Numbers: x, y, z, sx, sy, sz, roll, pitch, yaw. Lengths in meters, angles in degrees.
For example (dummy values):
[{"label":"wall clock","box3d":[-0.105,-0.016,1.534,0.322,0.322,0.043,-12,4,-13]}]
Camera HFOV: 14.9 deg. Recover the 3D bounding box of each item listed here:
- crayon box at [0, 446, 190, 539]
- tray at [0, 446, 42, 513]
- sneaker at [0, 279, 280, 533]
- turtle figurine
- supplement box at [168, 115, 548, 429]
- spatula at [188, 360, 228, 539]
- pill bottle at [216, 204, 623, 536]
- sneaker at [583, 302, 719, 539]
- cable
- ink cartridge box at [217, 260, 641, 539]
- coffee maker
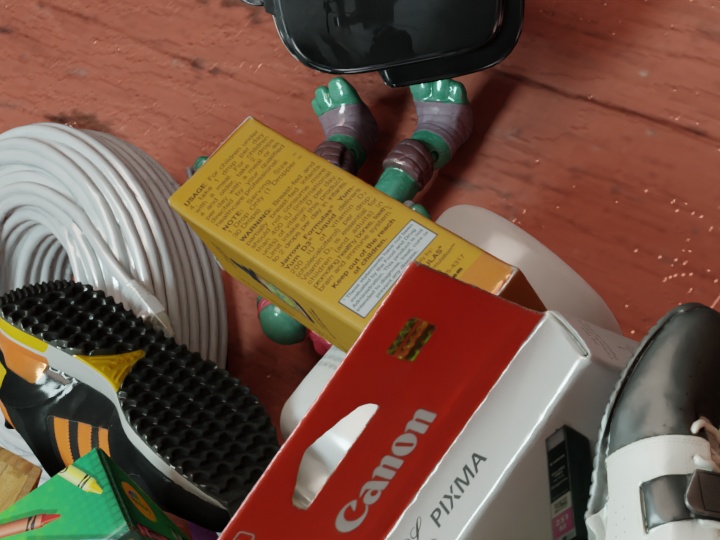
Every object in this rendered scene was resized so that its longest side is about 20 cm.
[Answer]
[{"label":"crayon box","box3d":[-0.112,0.181,1.279,0.118,0.200,0.058,-35,45,5]},{"label":"tray","box3d":[-0.202,0.163,1.380,0.037,0.200,0.099,28,66,-1]},{"label":"sneaker","box3d":[-0.108,0.084,1.331,0.070,0.090,0.200,-17,39,-38]},{"label":"turtle figurine","box3d":[-0.018,-0.027,1.466,0.149,0.101,0.200,12,43,20]},{"label":"supplement box","box3d":[0.000,0.000,1.285,0.200,0.067,0.069,29,74,41]},{"label":"spatula","box3d":[-0.081,0.065,1.486,0.056,0.020,0.201,-42,35,27]},{"label":"pill bottle","box3d":[0.026,0.077,1.336,0.200,0.114,0.114,-50,44,-12]},{"label":"sneaker","box3d":[0.138,0.113,1.151,0.088,0.074,0.201,8,76,39]},{"label":"cable","box3d":[-0.153,0.020,1.468,0.200,0.069,0.201,-46,61,43]},{"label":"ink cartridge box","box3d":[0.038,0.105,1.215,0.200,0.173,0.044,-56,44,16]},{"label":"coffee maker","box3d":[0.023,-0.192,1.505,0.192,0.135,0.200,-32,24,-2]}]
